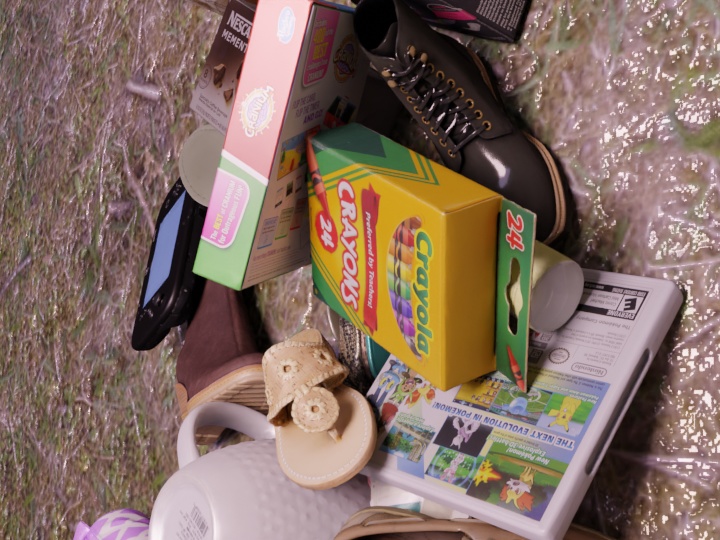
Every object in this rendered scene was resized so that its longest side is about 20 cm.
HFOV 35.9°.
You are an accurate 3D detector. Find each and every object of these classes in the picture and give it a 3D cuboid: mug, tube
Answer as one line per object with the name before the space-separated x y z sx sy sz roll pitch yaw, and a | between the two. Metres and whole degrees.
mug | -0.073 0.182 0.851 0.148 0.174 0.201 -53 47 26
tube | 0.069 -0.024 0.772 0.199 0.051 0.059 35 119 46

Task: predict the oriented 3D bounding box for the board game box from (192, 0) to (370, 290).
board game box | -0.049 -0.097 0.815 0.040 0.153 0.203 19 103 15

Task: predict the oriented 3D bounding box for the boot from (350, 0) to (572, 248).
boot | 0.061 -0.105 0.781 0.077 0.138 0.201 -41 53 16

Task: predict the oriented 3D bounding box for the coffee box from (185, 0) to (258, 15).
coffee box | -0.077 -0.309 1.013 0.199 0.113 0.081 -20 66 45

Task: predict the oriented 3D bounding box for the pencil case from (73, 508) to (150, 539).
pencil case | -0.189 0.296 1.028 0.199 0.085 0.085 23 97 49

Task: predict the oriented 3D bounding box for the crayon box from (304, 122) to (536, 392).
crayon box | 0.034 -0.009 0.741 0.199 0.050 0.129 33 132 50

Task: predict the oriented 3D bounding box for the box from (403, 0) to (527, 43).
box | 0.030 -0.256 0.810 0.122 0.198 0.108 25 96 48

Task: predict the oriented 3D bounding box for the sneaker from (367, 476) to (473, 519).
sneaker | 0.034 0.185 0.785 0.093 0.070 0.202 34 96 35

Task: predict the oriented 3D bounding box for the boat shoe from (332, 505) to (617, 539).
boat shoe | 0.077 0.191 0.695 0.196 0.064 0.073 3 86 12

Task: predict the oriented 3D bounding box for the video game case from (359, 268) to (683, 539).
video game case | 0.092 0.073 0.741 0.198 0.022 0.184 10 60 49

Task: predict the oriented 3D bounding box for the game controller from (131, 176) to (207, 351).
game controller | -0.184 -0.018 1.087 0.104 0.042 0.202 -35 37 37

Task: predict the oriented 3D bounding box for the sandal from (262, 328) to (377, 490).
sandal | -0.049 0.080 0.806 0.077 0.070 0.212 -37 21 3

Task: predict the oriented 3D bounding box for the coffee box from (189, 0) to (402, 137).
coffee box | -0.060 -0.152 0.983 0.200 0.079 0.114 41 113 45

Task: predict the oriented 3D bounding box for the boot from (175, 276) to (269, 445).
boot | -0.123 0.054 0.993 0.200 0.071 0.169 140 132 -58

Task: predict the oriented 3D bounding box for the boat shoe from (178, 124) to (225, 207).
boat shoe | -0.103 -0.075 1.029 0.201 0.060 0.072 38 98 46

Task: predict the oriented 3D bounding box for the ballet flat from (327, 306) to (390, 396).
ballet flat | 0.000 0.000 0.893 0.075 0.067 0.204 -7 79 50
